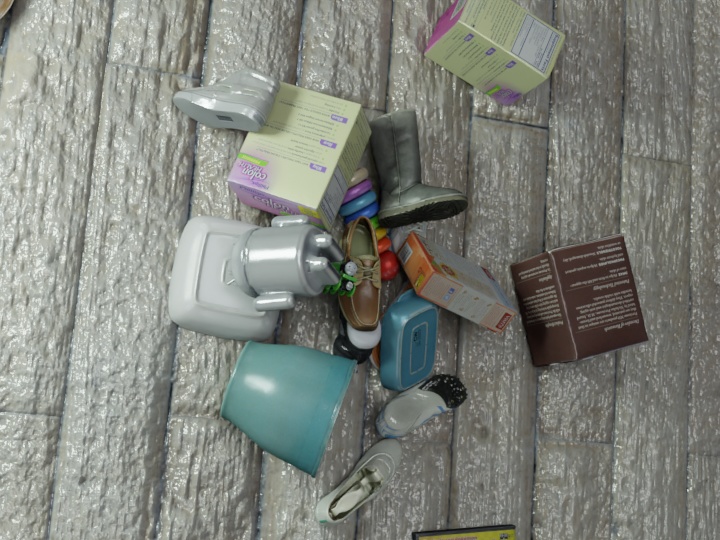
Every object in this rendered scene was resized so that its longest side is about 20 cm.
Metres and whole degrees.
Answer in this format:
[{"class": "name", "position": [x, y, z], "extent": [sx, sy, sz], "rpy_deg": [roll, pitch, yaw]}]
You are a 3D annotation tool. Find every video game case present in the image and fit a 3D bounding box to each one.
[{"class": "video game case", "position": [0.189, 0.553, 1.752], "extent": [0.195, 0.025, 0.185], "rpy_deg": [0, 82, -17]}]

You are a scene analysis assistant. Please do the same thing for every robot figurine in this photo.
[{"class": "robot figurine", "position": [-0.126, -0.013, 1.585], "extent": [0.196, 0.113, 0.173], "rpy_deg": [-2, 58, 24]}]

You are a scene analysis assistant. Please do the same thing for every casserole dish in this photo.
[{"class": "casserole dish", "position": [0.089, 0.128, 1.714], "extent": [0.120, 0.039, 0.204], "rpy_deg": [-24, 128, -36]}]

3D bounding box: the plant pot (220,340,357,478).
[{"class": "plant pot", "position": [-0.124, 0.211, 1.623], "extent": [0.184, 0.200, 0.204], "rpy_deg": [20, 76, 2]}]

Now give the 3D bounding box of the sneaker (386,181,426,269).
[{"class": "sneaker", "position": [0.090, -0.100, 1.785], "extent": [0.073, 0.086, 0.205], "rpy_deg": [-5, 85, -20]}]

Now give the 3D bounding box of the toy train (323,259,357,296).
[{"class": "toy train", "position": [-0.059, 0.007, 1.661], "extent": [0.041, 0.199, 0.058], "rpy_deg": [23, 81, -27]}]

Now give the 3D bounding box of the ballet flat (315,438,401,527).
[{"class": "ballet flat", "position": [0.007, 0.369, 1.698], "extent": [0.199, 0.069, 0.070], "rpy_deg": [-40, 95, -19]}]

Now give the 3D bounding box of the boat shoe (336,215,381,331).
[{"class": "boat shoe", "position": [0.000, 0.000, 1.657], "extent": [0.074, 0.074, 0.204], "rpy_deg": [1, 62, -17]}]

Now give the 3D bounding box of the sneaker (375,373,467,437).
[{"class": "sneaker", "position": [0.107, 0.240, 1.756], "extent": [0.197, 0.072, 0.073], "rpy_deg": [-19, 76, -33]}]

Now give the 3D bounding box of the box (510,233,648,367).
[{"class": "box", "position": [0.400, 0.057, 1.819], "extent": [0.161, 0.166, 0.205], "rpy_deg": [-12, 86, -20]}]

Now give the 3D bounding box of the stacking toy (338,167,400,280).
[{"class": "stacking toy", "position": [0.015, -0.077, 1.767], "extent": [0.084, 0.085, 0.203], "rpy_deg": [-29, 98, -19]}]

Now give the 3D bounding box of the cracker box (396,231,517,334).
[{"class": "cracker box", "position": [0.169, 0.022, 1.741], "extent": [0.197, 0.135, 0.058], "rpy_deg": [25, 112, -28]}]

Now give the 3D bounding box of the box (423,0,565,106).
[{"class": "box", "position": [0.247, -0.419, 1.834], "extent": [0.197, 0.176, 0.098], "rpy_deg": [29, 75, -11]}]

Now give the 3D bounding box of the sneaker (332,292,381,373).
[{"class": "sneaker", "position": [-0.015, 0.081, 1.730], "extent": [0.074, 0.115, 0.203], "rpy_deg": [6, 45, -15]}]

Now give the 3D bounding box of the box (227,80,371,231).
[{"class": "box", "position": [-0.101, -0.197, 1.685], "extent": [0.173, 0.097, 0.203], "rpy_deg": [18, 74, 18]}]

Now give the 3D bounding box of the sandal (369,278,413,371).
[{"class": "sandal", "position": [0.080, 0.084, 1.767], "extent": [0.078, 0.059, 0.209], "rpy_deg": [31, 74, -11]}]

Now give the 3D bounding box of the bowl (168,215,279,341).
[{"class": "bowl", "position": [-0.219, 0.009, 1.675], "extent": [0.196, 0.075, 0.204], "rpy_deg": [12, 78, -14]}]

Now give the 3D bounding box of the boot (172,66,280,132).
[{"class": "boot", "position": [-0.224, -0.299, 1.679], "extent": [0.197, 0.074, 0.097], "rpy_deg": [16, 68, 29]}]

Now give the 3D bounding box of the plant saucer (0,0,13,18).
[{"class": "plant saucer", "position": [-0.667, -0.483, 1.625], "extent": [0.196, 0.032, 0.205], "rpy_deg": [3, 81, -17]}]

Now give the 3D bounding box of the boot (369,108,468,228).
[{"class": "boot", "position": [0.098, -0.187, 1.732], "extent": [0.178, 0.073, 0.204], "rpy_deg": [-7, 65, 17]}]
